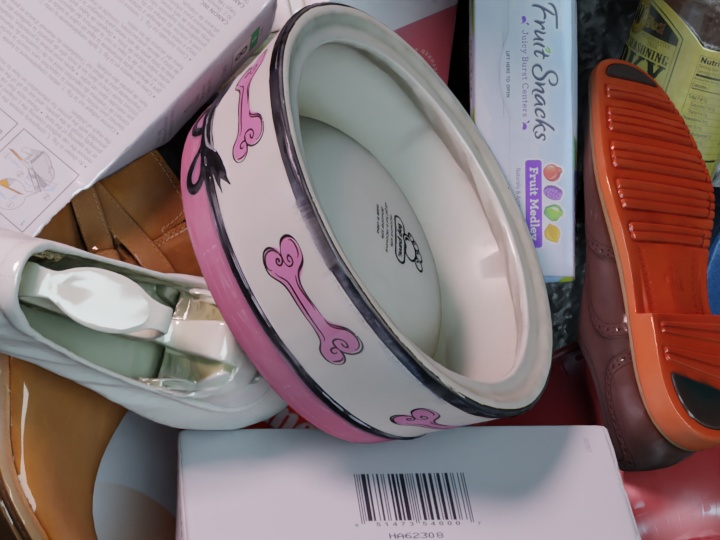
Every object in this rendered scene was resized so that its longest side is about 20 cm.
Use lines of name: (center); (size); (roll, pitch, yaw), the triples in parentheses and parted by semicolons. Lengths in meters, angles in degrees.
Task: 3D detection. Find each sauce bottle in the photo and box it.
sauce bottle: (0.162, -0.109, 1.478); (0.064, 0.065, 0.201); (11, 106, -23)

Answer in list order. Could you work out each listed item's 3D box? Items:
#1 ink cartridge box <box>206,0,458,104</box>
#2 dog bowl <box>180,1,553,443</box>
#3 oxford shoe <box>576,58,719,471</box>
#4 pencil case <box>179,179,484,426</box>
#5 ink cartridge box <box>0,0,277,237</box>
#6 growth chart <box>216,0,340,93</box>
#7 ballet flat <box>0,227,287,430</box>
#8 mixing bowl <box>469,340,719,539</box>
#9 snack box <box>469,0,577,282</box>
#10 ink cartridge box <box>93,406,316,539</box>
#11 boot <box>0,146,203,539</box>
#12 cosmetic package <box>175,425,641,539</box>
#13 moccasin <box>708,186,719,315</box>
ink cartridge box: (-0.054, -0.140, 1.467); (0.199, 0.067, 0.117); (9, 85, -23)
dog bowl: (-0.001, -0.013, 1.326); (0.200, 0.074, 0.201); (43, 31, -33)
oxford shoe: (0.124, -0.003, 1.418); (0.071, 0.072, 0.201); (12, 61, -34)
pencil case: (0.000, 0.000, 1.478); (0.200, 0.087, 0.078); (35, 51, -20)
ink cartridge box: (-0.160, -0.098, 1.347); (0.161, 0.050, 0.200); (39, 72, 10)
growth chart: (-0.108, -0.141, 1.407); (0.199, 0.018, 0.146); (-2, 85, 11)
ballet flat: (-0.089, 0.027, 1.293); (0.199, 0.069, 0.070); (19, 81, -37)
mixing bowl: (0.147, 0.138, 1.477); (0.199, 0.109, 0.201); (-7, 124, -11)
snack box: (0.079, -0.103, 1.466); (0.053, 0.142, 0.201); (-1, 99, 2)
ink cartridge box: (-0.061, 0.118, 1.440); (0.162, 0.050, 0.200); (35, 95, -20)
boot: (-0.118, 0.050, 1.354); (0.155, 0.077, 0.201); (-31, 96, -26)
cosmetic package: (0.016, 0.184, 1.356); (0.198, 0.123, 0.201); (0, 119, -6)
moccasin: (0.159, 0.053, 1.553); (0.080, 0.068, 0.201); (22, 98, -34)
